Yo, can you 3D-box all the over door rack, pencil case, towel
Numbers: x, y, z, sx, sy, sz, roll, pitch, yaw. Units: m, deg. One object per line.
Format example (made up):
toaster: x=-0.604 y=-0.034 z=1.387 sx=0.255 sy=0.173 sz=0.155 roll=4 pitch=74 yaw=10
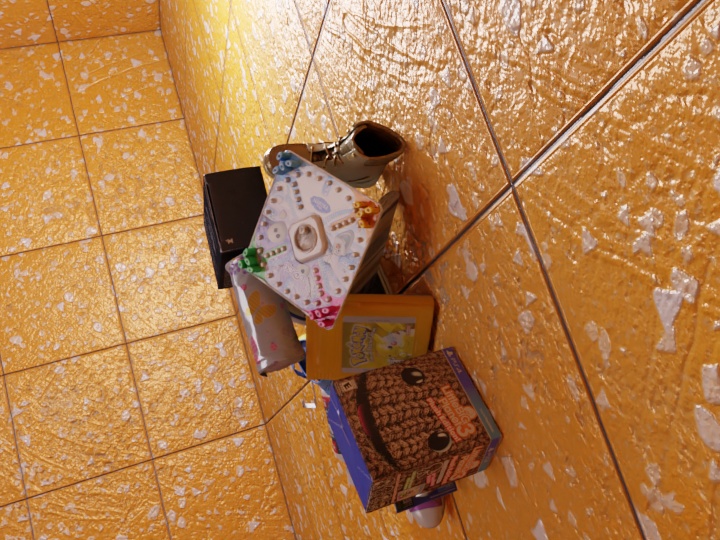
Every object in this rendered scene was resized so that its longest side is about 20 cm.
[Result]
over door rack: x=-0.075 y=0.183 z=1.526 sx=0.149 sy=0.065 sz=0.202 roll=-70 pitch=-9 yaw=-47
pencil case: x=-0.156 y=0.067 z=1.159 sx=0.091 sy=0.082 sz=0.203 roll=49 pitch=-159 yaw=-79
towel: x=0.005 y=-0.019 z=1.123 sx=0.024 sy=0.147 sz=0.202 roll=26 pitch=128 yaw=14

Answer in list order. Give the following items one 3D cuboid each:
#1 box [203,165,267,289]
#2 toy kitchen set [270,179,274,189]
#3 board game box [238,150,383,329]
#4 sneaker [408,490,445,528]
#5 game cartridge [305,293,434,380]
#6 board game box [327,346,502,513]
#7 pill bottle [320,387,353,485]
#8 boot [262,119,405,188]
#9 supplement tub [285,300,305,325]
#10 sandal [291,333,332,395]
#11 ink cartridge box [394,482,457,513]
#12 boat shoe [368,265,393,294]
box: x=-0.220 y=-0.072 z=1.274 sx=0.200 sy=0.103 sz=0.150 roll=124 pitch=132 yaw=-67
toy kitchen set: x=-0.083 y=-0.092 z=1.376 sx=0.200 sy=0.178 sz=0.166 roll=-14 pitch=-56 yaw=-73
board game box: x=-0.082 y=-0.047 z=1.046 sx=0.199 sy=0.026 sz=0.202 roll=33 pitch=109 yaw=28
sneaker: x=0.085 y=0.340 z=1.188 sx=0.114 sy=0.072 sz=0.204 roll=18 pitch=-126 yaw=-76
game cartridge: x=0.011 y=0.111 z=1.126 sx=0.033 sy=0.196 sz=0.178 roll=-95 pitch=6 yaw=-49
board game box: x=0.072 y=0.223 z=1.011 sx=0.098 sy=0.197 sz=0.161 roll=99 pitch=150 yaw=-47
pill bottle: x=-0.004 y=0.322 z=1.434 sx=0.119 sy=0.118 sz=0.204 roll=169 pitch=88 yaw=-72
boot: x=-0.042 y=-0.179 z=1.087 sx=0.155 sy=0.196 sz=0.074 roll=151 pitch=123 yaw=-70
supplement tub: x=-0.071 y=-0.019 z=1.211 sx=0.146 sy=0.143 sz=0.201 roll=64 pitch=142 yaw=33
sandal: x=-0.062 y=0.203 z=1.337 sx=0.199 sy=0.087 sz=0.080 roll=35 pitch=104 yaw=14
ink cartridge box: x=0.089 y=0.271 z=1.122 sx=0.042 sy=0.118 sz=0.204 roll=168 pitch=90 yaw=-69
boat shoe: x=0.000 y=0.000 z=1.294 sx=0.075 sy=0.061 sz=0.202 roll=97 pitch=154 yaw=-51
